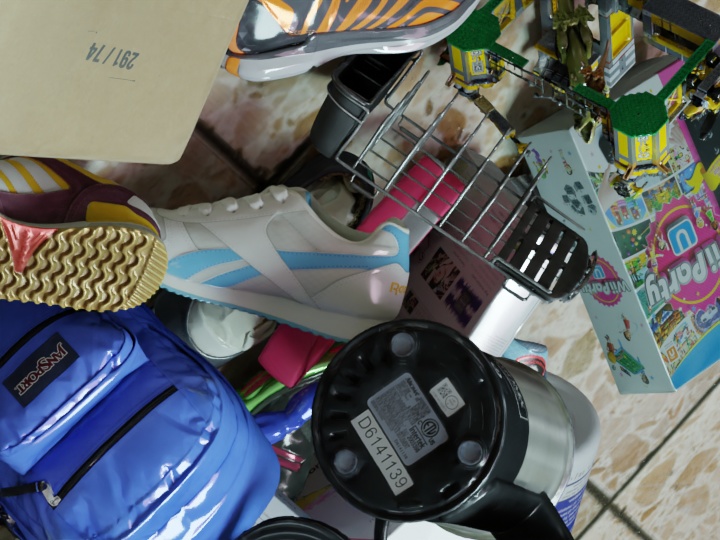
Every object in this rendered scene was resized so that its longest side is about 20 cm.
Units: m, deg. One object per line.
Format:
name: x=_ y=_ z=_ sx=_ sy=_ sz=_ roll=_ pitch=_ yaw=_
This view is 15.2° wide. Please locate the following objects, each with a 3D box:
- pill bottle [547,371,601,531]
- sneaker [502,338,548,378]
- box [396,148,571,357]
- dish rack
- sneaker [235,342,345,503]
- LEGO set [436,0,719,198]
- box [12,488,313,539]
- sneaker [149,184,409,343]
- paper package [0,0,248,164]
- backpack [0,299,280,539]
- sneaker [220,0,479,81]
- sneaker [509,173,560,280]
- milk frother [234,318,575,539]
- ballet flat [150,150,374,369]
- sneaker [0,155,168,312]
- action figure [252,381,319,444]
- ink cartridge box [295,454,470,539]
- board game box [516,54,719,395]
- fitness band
pill bottle: x=0.103 y=0.182 z=2.050 sx=0.119 sy=0.120 sz=0.201 roll=-19 pitch=136 yaw=-36
sneaker: x=0.087 y=0.085 z=1.854 sx=0.095 sy=0.201 sz=0.079 roll=-33 pitch=152 yaw=29
box: x=0.050 y=0.031 z=1.820 sx=0.036 sy=0.144 sz=0.200 roll=29 pitch=104 yaw=-30
dish rack: x=0.066 y=-0.061 z=1.668 sx=0.055 sy=0.200 sz=0.153 roll=-55 pitch=179 yaw=23
sneaker: x=-0.063 y=0.121 z=1.824 sx=0.200 sy=0.084 sz=0.077 roll=-42 pitch=-171 yaw=4
LEGO set: x=0.156 y=-0.119 z=1.767 sx=0.154 sy=0.199 sz=0.116 roll=-55 pitch=154 yaw=-28
box: x=-0.145 y=0.199 z=1.770 sx=0.200 sy=0.156 sz=0.041 roll=-48 pitch=-175 yaw=3
sneaker: x=-0.068 y=-0.016 z=1.632 sx=0.077 sy=0.199 sz=0.081 roll=-50 pitch=154 yaw=-84
paper package: x=-0.159 y=-0.161 z=1.433 sx=0.200 sy=0.103 sz=0.191 roll=1 pitch=122 yaw=-47
backpack: x=-0.162 y=0.097 z=1.598 sx=0.163 sy=0.200 sz=0.168 roll=-46 pitch=146 yaw=-2
sneaker: x=0.001 y=-0.188 z=1.607 sx=0.200 sy=0.078 sz=0.112 roll=-24 pitch=140 yaw=-32
sneaker: x=0.153 y=-0.032 z=1.954 sx=0.199 sy=0.075 sz=0.082 roll=-4 pitch=141 yaw=-38
milk frother: x=0.022 y=0.140 z=1.625 sx=0.199 sy=0.181 sz=0.188 roll=-18 pitch=166 yaw=14
ballet flat: x=-0.064 y=0.001 z=1.725 sx=0.200 sy=0.073 sz=0.073 roll=-45 pitch=146 yaw=-7
sneaker: x=-0.211 y=-0.031 z=1.540 sx=0.199 sy=0.090 sz=0.075 roll=15 pitch=115 yaw=-24
action figure: x=-0.071 y=0.131 z=1.715 sx=0.199 sy=0.099 sz=0.065 roll=-13 pitch=174 yaw=-11
ink cartridge box: x=-0.015 y=0.168 z=1.865 sx=0.116 sy=0.200 sz=0.068 roll=-39 pitch=121 yaw=-8
board game box: x=0.211 y=-0.035 z=1.893 sx=0.147 sy=0.064 sz=0.201 roll=-31 pitch=104 yaw=-34
fitness band: x=0.000 y=0.000 z=1.752 sx=0.144 sy=0.037 sz=0.200 roll=-50 pitch=178 yaw=35
